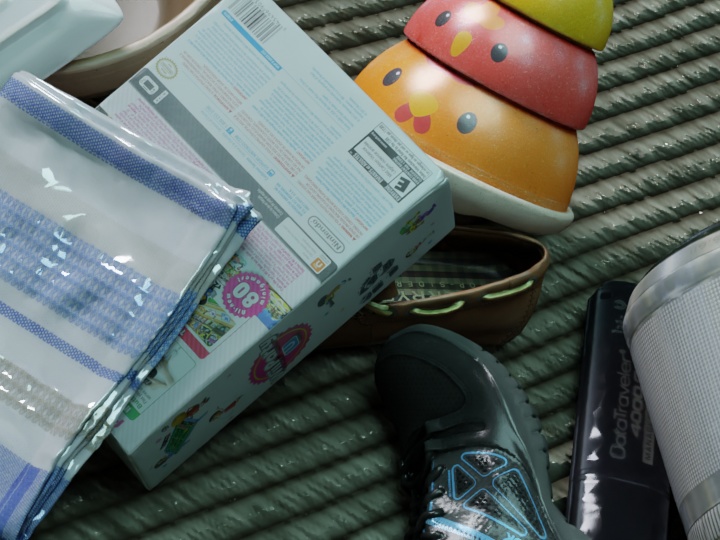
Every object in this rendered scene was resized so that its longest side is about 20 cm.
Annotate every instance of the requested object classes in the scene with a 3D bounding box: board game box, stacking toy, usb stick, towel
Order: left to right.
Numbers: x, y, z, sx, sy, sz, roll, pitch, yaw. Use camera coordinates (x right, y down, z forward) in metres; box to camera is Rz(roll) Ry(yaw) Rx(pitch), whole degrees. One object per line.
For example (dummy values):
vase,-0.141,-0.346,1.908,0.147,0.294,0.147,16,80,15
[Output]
towel,-0.158,0.014,1.113,0.147,0.024,0.200,31,76,17
board game box,-0.077,-0.018,1.161,0.200,0.064,0.148,-40,71,-10
stacking toy,0.084,-0.132,1.281,0.146,0.200,0.146,25,9,-4
usb stick,0.137,0.085,1.248,0.055,0.033,0.200,13,46,-3

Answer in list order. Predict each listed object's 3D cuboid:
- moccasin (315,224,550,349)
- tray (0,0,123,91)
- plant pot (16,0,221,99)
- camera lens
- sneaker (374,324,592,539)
moccasin,0.000,0.001,1.230,0.201,0.078,0.074,7,51,-16
tray,-0.226,-0.109,1.192,0.200,0.022,0.107,-34,66,-3
plant pot,-0.152,-0.160,1.277,0.200,0.093,0.201,-2,60,4
camera lens,0.226,0.075,1.188,0.160,0.160,0.201,-3,65,-26
sneaker,0.051,0.110,1.160,0.082,0.073,0.200,-13,56,-30
